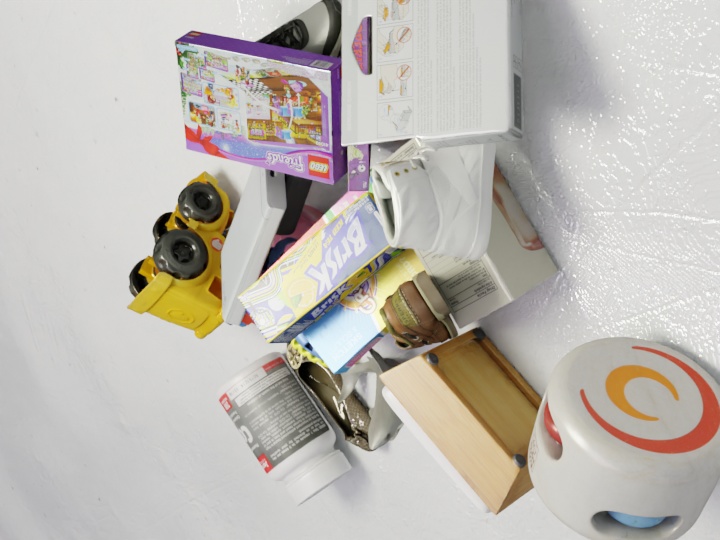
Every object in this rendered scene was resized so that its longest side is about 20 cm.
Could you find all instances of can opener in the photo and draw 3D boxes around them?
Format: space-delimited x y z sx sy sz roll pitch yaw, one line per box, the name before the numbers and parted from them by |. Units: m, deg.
can opener | -0.063 -0.125 1.398 0.200 0.066 0.053 -63 35 38

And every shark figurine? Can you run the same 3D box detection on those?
shark figurine | 0.019 0.128 1.483 0.090 0.128 0.214 52 176 -25

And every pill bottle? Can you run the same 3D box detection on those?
pill bottle | -0.108 0.227 1.670 0.200 0.114 0.114 55 143 9

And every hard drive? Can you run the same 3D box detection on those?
hard drive | -0.133 -0.048 1.429 0.132 0.027 0.200 -98 24 -44

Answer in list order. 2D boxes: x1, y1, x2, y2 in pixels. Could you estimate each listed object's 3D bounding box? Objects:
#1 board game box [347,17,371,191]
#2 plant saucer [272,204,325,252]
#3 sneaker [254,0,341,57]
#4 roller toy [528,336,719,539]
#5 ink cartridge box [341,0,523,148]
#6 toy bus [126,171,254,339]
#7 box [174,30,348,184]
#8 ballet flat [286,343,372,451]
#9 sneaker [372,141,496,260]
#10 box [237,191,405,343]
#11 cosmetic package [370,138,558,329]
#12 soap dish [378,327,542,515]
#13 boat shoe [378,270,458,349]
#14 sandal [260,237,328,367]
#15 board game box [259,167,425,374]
board game box | -0.001 -0.203 1.282 0.032 0.120 0.201 3 123 5
plant saucer | -0.061 -0.001 1.524 0.200 0.051 0.201 27 132 36
sneaker | -0.096 -0.241 1.346 0.200 0.079 0.074 -37 58 26
roller toy | 0.259 0.170 1.145 0.200 0.182 0.140 37 138 28
ink cartridge box | 0.068 -0.218 1.123 0.173 0.044 0.201 -3 83 27
toy bus | -0.201 -0.007 1.618 0.192 0.201 0.136 28 147 -16
box | -0.110 -0.183 1.302 0.199 0.039 0.137 15 126 22
ballet flat | -0.042 0.170 1.613 0.200 0.046 0.067 51 141 14
sneaker | 0.069 -0.115 1.158 0.074 0.115 0.201 150 124 -68
box | -0.038 -0.002 1.330 0.200 0.064 0.070 -38 77 16
cosmetic package | 0.111 -0.053 1.258 0.103 0.087 0.201 -32 86 52
soap dish | 0.135 0.162 1.320 0.200 0.157 0.081 49 125 16
boat shoe | 0.057 0.047 1.255 0.072 0.068 0.200 59 -179 17
sandal | -0.065 0.035 1.451 0.200 0.079 0.087 47 137 16
board game box | 0.000 0.000 1.371 0.200 0.040 0.153 -44 75 15
